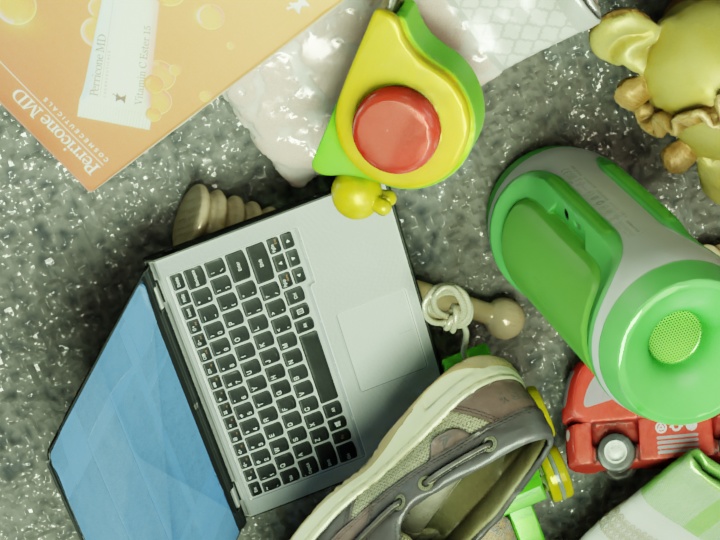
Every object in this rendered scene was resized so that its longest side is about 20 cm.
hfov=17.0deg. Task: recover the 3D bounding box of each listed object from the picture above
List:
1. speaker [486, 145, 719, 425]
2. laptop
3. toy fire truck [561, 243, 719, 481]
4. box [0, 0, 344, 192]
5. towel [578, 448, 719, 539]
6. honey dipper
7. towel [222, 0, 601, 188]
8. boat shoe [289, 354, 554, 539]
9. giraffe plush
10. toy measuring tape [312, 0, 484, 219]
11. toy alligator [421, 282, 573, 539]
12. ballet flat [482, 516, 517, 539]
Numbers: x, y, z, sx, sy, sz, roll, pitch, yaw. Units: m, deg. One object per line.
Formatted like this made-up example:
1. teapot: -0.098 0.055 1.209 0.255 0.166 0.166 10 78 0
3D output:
1. speaker: 0.126 0.003 1.192 0.088 0.200 0.089 -6 112 -14
2. laptop: -0.045 0.085 1.200 0.199 0.116 0.188 -20 130 -4
3. toy fire truck: 0.205 0.036 1.294 0.199 0.049 0.142 -4 77 9
4. box: -0.086 -0.152 1.087 0.200 0.098 0.124 -35 112 24
5. towel: 0.173 0.189 1.318 0.149 0.031 0.200 29 130 -17
6. honey dipper: 0.000 0.000 1.249 0.199 0.038 0.038 16 105 -23
7. towel: -0.010 -0.154 1.154 0.191 0.032 0.200 -26 116 20
8. boat shoe: 0.023 0.135 1.214 0.072 0.065 0.200 28 105 -43
9. giraffe plush: 0.213 -0.116 1.205 0.162 0.200 0.173 -33 85 25
10. toy measuring tape: 0.037 -0.106 1.125 0.073 0.074 0.200 13 118 -20
11. toy alligator: 0.065 0.073 1.271 0.059 0.054 0.200 -23 123 -2
12. ballet flat: 0.000 0.187 1.303 0.199 0.067 0.068 -20 116 -8
